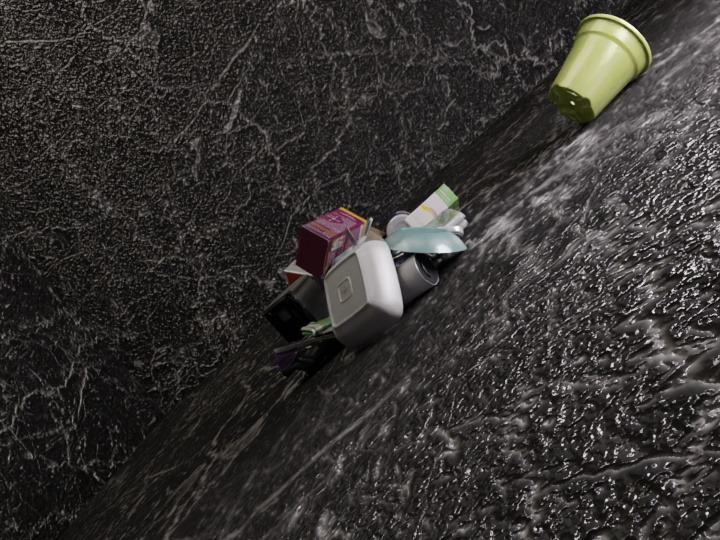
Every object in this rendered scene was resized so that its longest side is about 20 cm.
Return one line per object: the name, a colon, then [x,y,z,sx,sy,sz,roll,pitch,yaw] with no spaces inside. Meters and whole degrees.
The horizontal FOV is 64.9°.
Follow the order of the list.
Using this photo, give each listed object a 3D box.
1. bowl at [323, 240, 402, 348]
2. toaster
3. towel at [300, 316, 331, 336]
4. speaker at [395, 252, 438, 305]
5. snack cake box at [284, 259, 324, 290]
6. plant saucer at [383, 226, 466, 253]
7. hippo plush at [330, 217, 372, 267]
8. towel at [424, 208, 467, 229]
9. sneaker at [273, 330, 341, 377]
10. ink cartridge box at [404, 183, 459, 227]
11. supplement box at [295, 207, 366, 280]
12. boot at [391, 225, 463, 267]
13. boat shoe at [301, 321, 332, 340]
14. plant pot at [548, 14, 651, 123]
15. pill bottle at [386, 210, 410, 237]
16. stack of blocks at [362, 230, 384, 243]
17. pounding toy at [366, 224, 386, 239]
bowl: [-0.009,0.049,1.236,0.073,0.204,0.199,11,-35,-38]
toaster: [-0.178,0.130,1.733,0.199,0.181,0.119,-35,12,45]
towel: [-0.049,0.124,1.454,0.196,0.024,0.152,-20,0,-18]
speaker: [0.078,0.043,1.259,0.199,0.082,0.081,-38,7,33]
snack cake box: [-0.159,0.073,1.810,0.113,0.204,0.067,9,38,29]
plant saucer: [0.142,-0.073,1.281,0.195,0.040,0.201,0,11,0]
hippo plush: [0.004,-0.031,1.618,0.156,0.205,0.161,-17,4,12]
towel: [0.192,-0.090,1.536,0.199,0.048,0.171,-42,11,3]
sneaker: [-0.111,0.208,1.405,0.195,0.090,0.076,-16,-2,7]
ink cartridge box: [0.199,-0.149,1.681,0.199,0.068,0.117,-42,-19,-1]
supplement box: [-0.083,-0.080,1.637,0.199,0.102,0.133,-31,-37,-51]
boot: [0.166,-0.044,1.413,0.196,0.093,0.072,-14,-21,24]
boat shoe: [-0.128,0.184,1.600,0.201,0.072,0.070,-45,8,-23]
plant pot: [0.563,-0.474,1.380,0.186,0.199,0.200,-52,7,-2]
pill bottle: [0.143,-0.146,1.957,0.111,0.112,0.200,-40,6,9]
stack of blocks: [0.000,0.000,1.478,0.203,0.058,0.115,-59,-2,4]
pounding toy: [-0.024,-0.041,1.907,0.184,0.139,0.204,-42,-28,-69]
